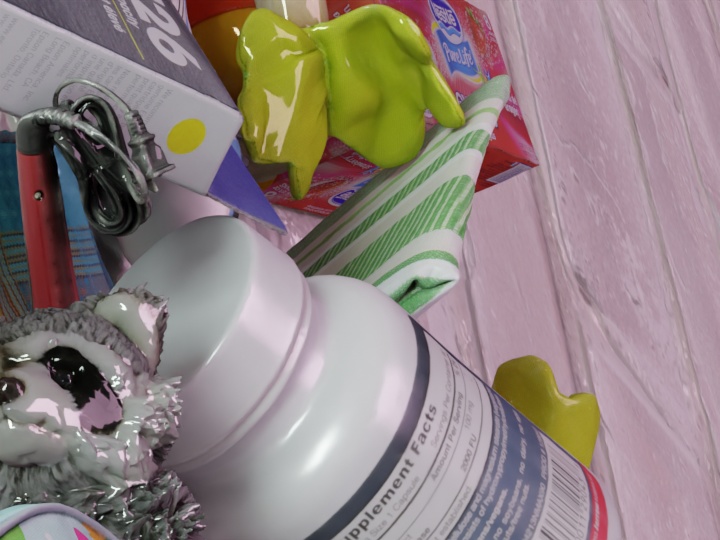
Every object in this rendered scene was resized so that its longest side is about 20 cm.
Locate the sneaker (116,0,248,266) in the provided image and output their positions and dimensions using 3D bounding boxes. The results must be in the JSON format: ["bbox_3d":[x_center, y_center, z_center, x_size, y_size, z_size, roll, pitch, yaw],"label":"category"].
[{"bbox_3d":[-0.098,-0.082,1.017,0.072,0.072,0.201,17,51,-47],"label":"sneaker"}]

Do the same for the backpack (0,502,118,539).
[{"bbox_3d":[-0.121,0.129,0.580,0.201,0.150,0.178,62,19,-3],"label":"backpack"}]

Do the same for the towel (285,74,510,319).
[{"bbox_3d":[0.000,0.000,1.065,0.023,0.152,0.200,45,24,-10],"label":"towel"}]

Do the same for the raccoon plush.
[{"bbox_3d":[-0.089,0.098,0.810,0.200,0.096,0.135,94,-10,-57],"label":"raccoon plush"}]

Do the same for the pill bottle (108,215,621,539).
[{"bbox_3d":[-0.006,0.072,0.918,0.200,0.119,0.120,41,30,-31],"label":"pill bottle"}]

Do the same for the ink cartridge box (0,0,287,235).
[{"bbox_3d":[-0.118,-0.116,0.869,0.200,0.047,0.198,21,27,-46],"label":"ink cartridge box"}]

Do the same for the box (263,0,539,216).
[{"bbox_3d":[0.007,-0.088,1.262,0.200,0.099,0.096,10,59,-69],"label":"box"}]

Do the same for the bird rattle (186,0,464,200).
[{"bbox_3d":[-0.051,-0.119,1.097,0.112,0.163,0.201,-17,74,-31],"label":"bird rattle"}]

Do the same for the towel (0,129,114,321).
[{"bbox_3d":[-0.129,0.018,0.875,0.147,0.022,0.200,69,18,5],"label":"towel"}]

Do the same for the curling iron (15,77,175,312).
[{"bbox_3d":[-0.091,0.032,0.820,0.026,0.049,0.201,-42,143,-54],"label":"curling iron"}]

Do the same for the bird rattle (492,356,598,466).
[{"bbox_3d":[0.028,0.112,1.127,0.163,0.112,0.200,48,33,-14],"label":"bird rattle"}]
